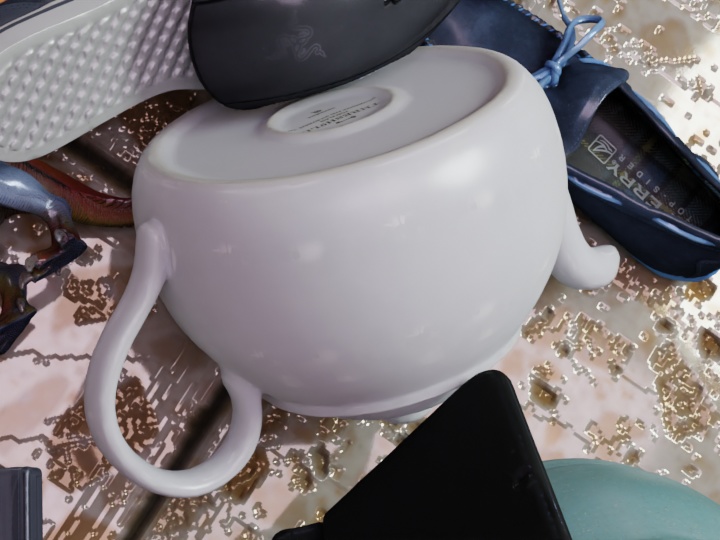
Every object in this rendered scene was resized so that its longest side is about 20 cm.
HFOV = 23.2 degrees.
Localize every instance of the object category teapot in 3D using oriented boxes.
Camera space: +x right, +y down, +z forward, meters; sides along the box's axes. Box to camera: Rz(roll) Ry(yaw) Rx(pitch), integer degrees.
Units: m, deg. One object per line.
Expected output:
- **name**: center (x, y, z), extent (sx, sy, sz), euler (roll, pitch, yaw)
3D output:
- **teapot**: center (0.000, 0.000, 0.749), extent (0.198, 0.198, 0.147), euler (-6, 112, 15)

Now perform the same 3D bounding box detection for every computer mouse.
- **computer mouse**: center (0.012, -0.153, 0.732), extent (0.199, 0.046, 0.141), euler (-27, 123, -28)

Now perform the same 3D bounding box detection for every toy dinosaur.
- **toy dinosaur**: center (-0.208, -0.044, 0.775), extent (0.182, 0.105, 0.200), euler (45, 38, 11)

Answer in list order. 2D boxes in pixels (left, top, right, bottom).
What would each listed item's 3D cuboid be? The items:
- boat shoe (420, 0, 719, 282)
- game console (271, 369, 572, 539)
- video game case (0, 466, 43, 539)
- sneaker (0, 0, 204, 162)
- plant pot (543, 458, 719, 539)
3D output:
- **boat shoe**: center (0.107, -0.078, 0.827), extent (0.199, 0.069, 0.084), euler (34, 76, -4)
- **game console**: center (0.035, 0.171, 0.669), extent (0.116, 0.200, 0.177), euler (-15, 121, 0)
- **video game case**: center (-0.223, 0.156, 0.709), extent (0.198, 0.019, 0.144), euler (-4, 81, 13)
- **sneaker**: center (-0.099, -0.114, 0.762), extent (0.199, 0.079, 0.079), euler (-23, 127, -30)
- **plant pot**: center (0.114, 0.178, 0.754), extent (0.199, 0.134, 0.202), euler (2, 80, -10)
